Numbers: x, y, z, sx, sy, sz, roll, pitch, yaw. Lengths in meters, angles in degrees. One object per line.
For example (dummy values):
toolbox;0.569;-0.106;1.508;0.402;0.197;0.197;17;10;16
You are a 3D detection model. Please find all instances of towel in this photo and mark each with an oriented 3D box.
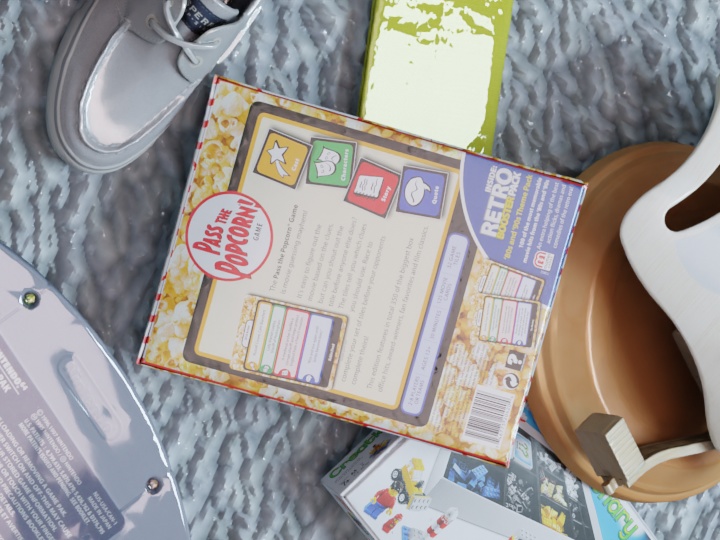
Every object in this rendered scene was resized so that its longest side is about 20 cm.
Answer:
towel;0.031;-0.057;1.082;0.085;0.018;0.202;5;96;-27

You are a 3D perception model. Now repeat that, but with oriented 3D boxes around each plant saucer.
plant saucer;0.174;0.030;1.113;0.198;0.037;0.202;-2;94;-32

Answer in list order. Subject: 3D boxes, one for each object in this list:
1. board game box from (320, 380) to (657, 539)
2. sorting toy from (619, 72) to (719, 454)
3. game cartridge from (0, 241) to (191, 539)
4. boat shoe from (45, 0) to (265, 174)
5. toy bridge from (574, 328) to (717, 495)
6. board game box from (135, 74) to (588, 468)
board game box;0.084;0.146;1.116;0.126;0.035;0.201;-42;114;-10
sorting toy;0.228;-0.009;1.051;0.180;0.107;0.201;39;69;-9
game cartridge;-0.176;0.086;1.016;0.133;0.041;0.201;-34;109;-9
boat shoe;-0.082;-0.133;0.997;0.072;0.068;0.200;43;83;-21
toy bridge;0.194;0.057;1.089;0.200;0.027;0.068;-41;113;-26
board game box;0.000;0.000;1.031;0.198;0.046;0.153;16;92;-5
